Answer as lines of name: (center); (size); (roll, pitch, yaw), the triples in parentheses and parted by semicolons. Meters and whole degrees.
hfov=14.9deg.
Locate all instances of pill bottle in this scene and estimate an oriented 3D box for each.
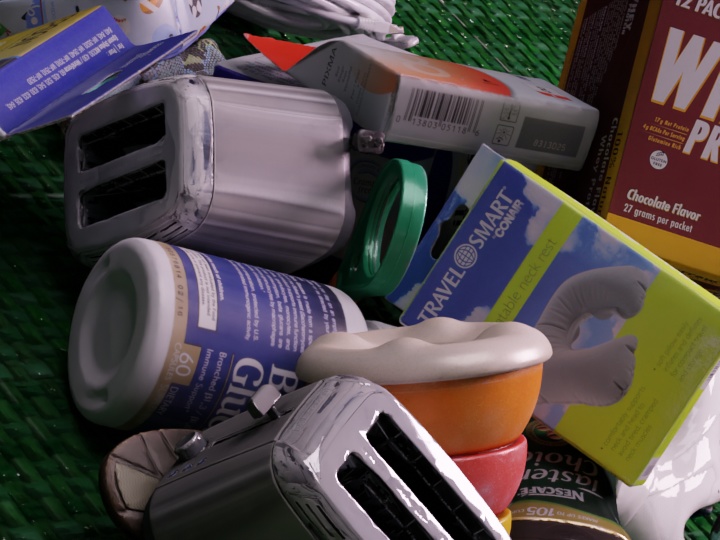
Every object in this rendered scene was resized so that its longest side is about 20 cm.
pill bottle: (-0.063, 0.055, 1.630); (0.199, 0.111, 0.111); (14, 32, -31)

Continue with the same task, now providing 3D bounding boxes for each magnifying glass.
magnifying glass: (0.000, 0.000, 1.704); (0.022, 0.200, 0.080); (14, 58, -16)

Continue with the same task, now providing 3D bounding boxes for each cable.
cable: (-0.068, -0.228, 2.053); (0.199, 0.070, 0.200); (20, -4, -31)

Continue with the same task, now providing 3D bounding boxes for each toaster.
toaster: (-0.094, -0.055, 1.686); (0.129, 0.199, 0.115); (7, 76, -39)
toaster: (-0.009, 0.151, 1.455); (0.200, 0.129, 0.114); (50, 43, -8)

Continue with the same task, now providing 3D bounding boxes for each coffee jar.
coffee jar: (0.111, 0.150, 1.673); (0.103, 0.086, 0.200); (9, 31, -7)

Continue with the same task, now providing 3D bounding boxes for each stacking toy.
stacking toy: (0.042, 0.132, 1.548); (0.145, 0.202, 0.146); (-5, 4, 0)

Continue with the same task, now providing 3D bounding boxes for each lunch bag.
lunch bag: (-0.178, -0.188, 1.901); (0.159, 0.076, 0.200); (-8, 17, 19)

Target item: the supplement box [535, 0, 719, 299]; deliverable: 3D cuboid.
supplement box: (0.209, -0.083, 1.799); (0.132, 0.199, 0.200); (17, -9, -11)

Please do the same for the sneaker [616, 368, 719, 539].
sneaker: (0.206, 0.115, 1.826); (0.087, 0.074, 0.201); (40, 55, -14)

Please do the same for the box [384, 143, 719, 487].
box: (0.119, 0.024, 1.660); (0.199, 0.122, 0.048); (35, 6, 13)

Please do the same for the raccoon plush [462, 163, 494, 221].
raccoon plush: (0.110, 0.036, 1.759); (0.133, 0.200, 0.097); (26, 57, 9)

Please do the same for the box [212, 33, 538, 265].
box: (0.016, -0.079, 1.892); (0.183, 0.106, 0.200); (22, 20, 27)

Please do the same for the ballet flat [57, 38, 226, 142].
ballet flat: (-0.136, -0.112, 1.889); (0.074, 0.074, 0.200); (36, 30, 9)

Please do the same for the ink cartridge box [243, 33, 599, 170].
ink cartridge box: (0.038, -0.128, 1.787); (0.161, 0.050, 0.200); (7, 21, -33)

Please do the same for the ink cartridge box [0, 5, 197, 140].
ink cartridge box: (-0.224, -0.107, 1.661); (0.047, 0.199, 0.198); (66, 25, -11)

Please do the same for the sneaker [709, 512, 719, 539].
sneaker: (0.274, 0.221, 1.745); (0.140, 0.078, 0.200); (43, 39, 1)

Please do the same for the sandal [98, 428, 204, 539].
sandal: (-0.073, 0.134, 1.546); (0.199, 0.054, 0.082); (1, 64, -50)
